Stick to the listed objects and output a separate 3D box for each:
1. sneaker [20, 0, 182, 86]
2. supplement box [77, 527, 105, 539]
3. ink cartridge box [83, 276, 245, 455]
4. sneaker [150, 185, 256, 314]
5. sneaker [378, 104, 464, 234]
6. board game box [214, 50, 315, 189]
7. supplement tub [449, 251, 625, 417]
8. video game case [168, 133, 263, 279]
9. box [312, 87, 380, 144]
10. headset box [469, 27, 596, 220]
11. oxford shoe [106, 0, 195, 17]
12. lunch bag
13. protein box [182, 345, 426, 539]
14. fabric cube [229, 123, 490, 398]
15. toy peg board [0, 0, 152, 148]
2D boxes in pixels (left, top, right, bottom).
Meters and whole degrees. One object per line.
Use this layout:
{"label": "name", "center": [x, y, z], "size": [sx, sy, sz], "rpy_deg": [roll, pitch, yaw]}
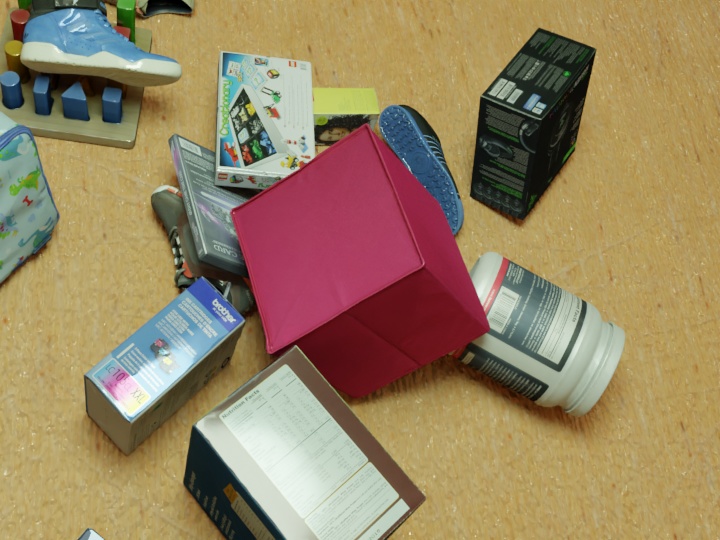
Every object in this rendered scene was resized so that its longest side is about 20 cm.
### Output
{"label": "sneaker", "center": [-0.322, -0.302, 1.119], "size": [0.197, 0.077, 0.113], "rpy_deg": [6, 84, -5]}
{"label": "supplement box", "center": [-0.244, 0.392, 0.812], "size": [0.199, 0.135, 0.200], "rpy_deg": [36, 59, 7]}
{"label": "ink cartridge box", "center": [-0.207, 0.097, 0.985], "size": [0.076, 0.137, 0.200], "rpy_deg": [45, 61, 7]}
{"label": "sneaker", "center": [-0.205, -0.020, 1.091], "size": [0.082, 0.077, 0.200], "rpy_deg": [-39, 76, -23]}
{"label": "sneaker", "center": [0.097, -0.143, 1.240], "size": [0.078, 0.070, 0.202], "rpy_deg": [-17, 81, -61]}
{"label": "board game box", "center": [-0.123, -0.194, 1.141], "size": [0.124, 0.035, 0.202], "rpy_deg": [4, 57, -13]}
{"label": "supplement tub", "center": [0.210, 0.080, 1.100], "size": [0.198, 0.141, 0.141], "rpy_deg": [29, 58, 3]}
{"label": "video game case", "center": [-0.160, -0.071, 1.094], "size": [0.142, 0.019, 0.202], "rpy_deg": [23, 36, -45]}
{"label": "box", "center": [-0.077, -0.214, 1.231], "size": [0.197, 0.076, 0.051], "rpy_deg": [-3, 61, -15]}
{"label": "headset box", "center": [0.237, -0.198, 1.235], "size": [0.092, 0.201, 0.174], "rpy_deg": [27, 55, 21]}
{"label": "oxford shoe", "center": [-0.335, -0.408, 1.277], "size": [0.197, 0.071, 0.076], "rpy_deg": [-5, 68, -15]}
{"label": "lunch bag", "center": [-0.426, -0.069, 0.986], "size": [0.082, 0.201, 0.161], "rpy_deg": [31, 56, 13]}
{"label": "protein box", "center": [-0.068, 0.227, 0.912], "size": [0.134, 0.199, 0.200], "rpy_deg": [-35, 74, -28]}
{"label": "fabric cube", "center": [0.000, 0.000, 1.005], "size": [0.198, 0.199, 0.198], "rpy_deg": [-29, 59, 16]}
{"label": "toy peg board", "center": [-0.388, -0.285, 1.176], "size": [0.197, 0.098, 0.202], "rpy_deg": [7, 60, -10]}
